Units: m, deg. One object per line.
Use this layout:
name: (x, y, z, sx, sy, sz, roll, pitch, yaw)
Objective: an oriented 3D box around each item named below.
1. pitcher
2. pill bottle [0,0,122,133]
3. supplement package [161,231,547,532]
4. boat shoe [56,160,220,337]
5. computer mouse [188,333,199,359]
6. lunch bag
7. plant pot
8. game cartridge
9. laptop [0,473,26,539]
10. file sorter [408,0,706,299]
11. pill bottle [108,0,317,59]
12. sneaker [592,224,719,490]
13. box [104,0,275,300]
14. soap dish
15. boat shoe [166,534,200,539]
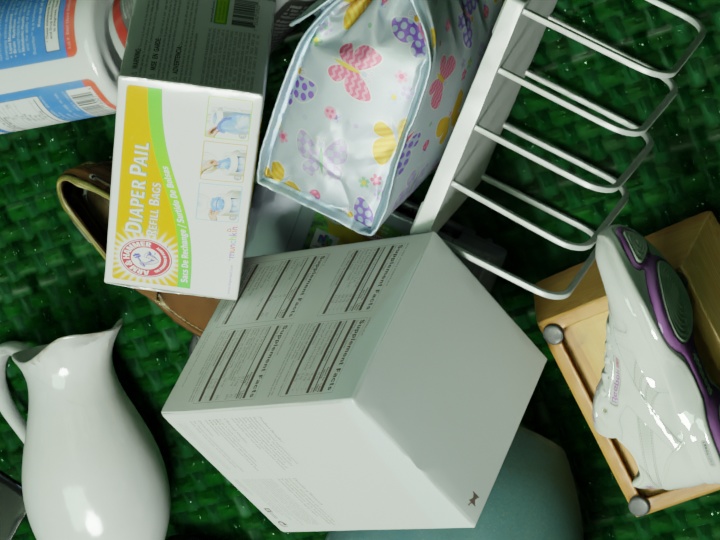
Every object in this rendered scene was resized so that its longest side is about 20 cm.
pitcher: (-0.244, 0.151, 1.951, 0.171, 0.121, 0.202, -7, 97, 49)
pill bottle: (-0.263, -0.168, 1.822, 0.199, 0.112, 0.113, -7, 107, 27)
supplement package: (-0.004, 0.084, 1.680, 0.199, 0.151, 0.152, -7, 136, 44)
boat shoe: (-0.166, -0.008, 1.842, 0.200, 0.068, 0.072, 40, 111, 18)
computer mouse: (-0.078, 0.017, 1.860, 0.058, 0.034, 0.201, 36, 115, 4)
lunch bag: (0.021, -0.155, 1.657, 0.127, 0.170, 0.201, 28, 123, 10)
plant pot: (0.090, 0.183, 1.768, 0.199, 0.200, 0.136, 20, 81, 17)
game cartridge: (0.000, 0.000, 1.792, 0.199, 0.041, 0.134, 24, 121, 5)
laptop: (-0.404, 0.243, 2.117, 0.187, 0.116, 0.200, 32, 149, 12)
file sorter: (0.141, -0.100, 1.642, 0.124, 0.139, 0.201, 28, 120, 9)
pill bottle: (-0.087, -0.221, 1.714, 0.116, 0.116, 0.200, 48, 122, 1)
sneaker: (0.192, 0.068, 1.623, 0.099, 0.075, 0.201, -16, 103, 29)
box: (-0.124, -0.090, 1.678, 0.101, 0.113, 0.201, 8, 134, -3)
soap dish: (0.229, 0.077, 1.702, 0.157, 0.081, 0.201, -23, 100, 31)
boat shoe: (-0.116, 0.325, 1.971, 0.092, 0.075, 0.201, 1, 110, 33)
